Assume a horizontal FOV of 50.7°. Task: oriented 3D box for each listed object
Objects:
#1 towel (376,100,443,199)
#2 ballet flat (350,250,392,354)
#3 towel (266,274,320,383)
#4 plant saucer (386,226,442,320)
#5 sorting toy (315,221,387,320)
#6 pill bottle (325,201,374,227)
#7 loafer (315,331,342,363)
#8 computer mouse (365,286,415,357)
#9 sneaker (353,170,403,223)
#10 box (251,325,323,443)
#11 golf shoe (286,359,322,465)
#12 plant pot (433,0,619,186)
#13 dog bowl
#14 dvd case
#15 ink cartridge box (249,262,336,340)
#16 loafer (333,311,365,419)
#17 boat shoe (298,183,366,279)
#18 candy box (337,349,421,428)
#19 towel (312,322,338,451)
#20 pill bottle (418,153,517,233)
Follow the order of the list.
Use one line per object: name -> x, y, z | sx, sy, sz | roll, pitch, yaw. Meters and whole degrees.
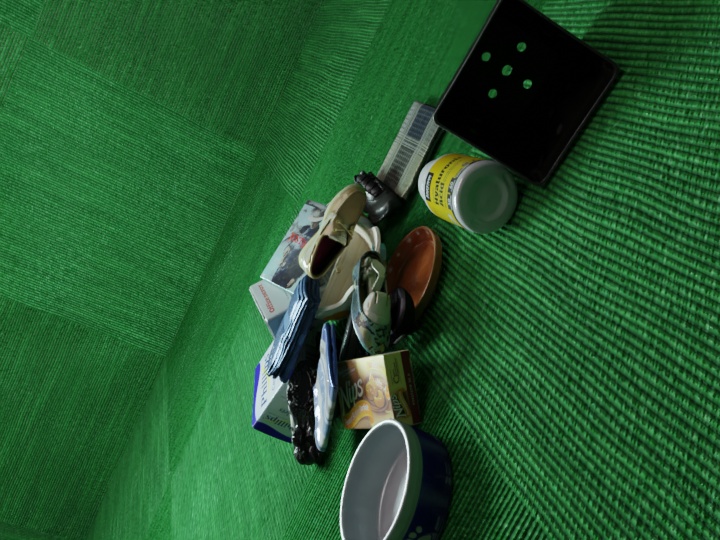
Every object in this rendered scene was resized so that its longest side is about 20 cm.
towel -> 0.112, -0.256, 1.626 | 0.203, 0.034, 0.193 | -62, 24, 9
ballet flat -> 0.021, 0.043, 1.258 | 0.075, 0.073, 0.203 | -52, 32, 33
towel -> -0.133, 0.111, 1.499 | 0.112, 0.047, 0.204 | -99, 30, -63
plant saucer -> 0.092, 0.020, 1.387 | 0.201, 0.032, 0.204 | -51, 28, 39
sorting toy -> 0.000, 0.000, 1.448 | 0.180, 0.105, 0.204 | 121, 172, -73
pill bottle -> -0.025, -0.080, 1.666 | 0.111, 0.107, 0.200 | -62, 22, 11
loafer -> -0.060, 0.188, 1.541 | 0.074, 0.071, 0.200 | -66, 19, 14
computer mouse -> 0.055, 0.068, 1.325 | 0.201, 0.045, 0.144 | 121, 153, -54
sneaker -> 0.027, -0.162, 1.624 | 0.075, 0.092, 0.200 | -33, 21, -9
box -> -0.150, 0.234, 1.666 | 0.202, 0.103, 0.186 | -56, 23, 29
golf shoe -> -0.110, 0.283, 1.517 | 0.095, 0.075, 0.206 | 102, 170, -76
plant pot -> 0.233, -0.283, 1.147 | 0.202, 0.196, 0.178 | -58, 11, 21
dog bowl -> 0.049, 0.329, 1.116 | 0.201, 0.077, 0.203 | -51, 26, 36
dvd case -> -0.118, -0.049, 1.607 | 0.144, 0.022, 0.203 | 22, 76, 47
ink cartridge box -> -0.124, 0.054, 1.632 | 0.196, 0.084, 0.147 | -27, 36, -8
loafer -> -0.012, 0.177, 1.415 | 0.072, 0.061, 0.206 | 127, 156, -84
boat shoe -> -0.044, -0.070, 1.462 | 0.202, 0.073, 0.067 | -58, 33, 14
candy box -> 0.024, 0.203, 1.277 | 0.199, 0.054, 0.119 | -22, 76, 63
towel -> -0.064, 0.211, 1.369 | 0.203, 0.023, 0.149 | 101, 167, -45
pill bottle -> 0.166, -0.132, 1.247 | 0.114, 0.109, 0.200 | -65, 20, 5
